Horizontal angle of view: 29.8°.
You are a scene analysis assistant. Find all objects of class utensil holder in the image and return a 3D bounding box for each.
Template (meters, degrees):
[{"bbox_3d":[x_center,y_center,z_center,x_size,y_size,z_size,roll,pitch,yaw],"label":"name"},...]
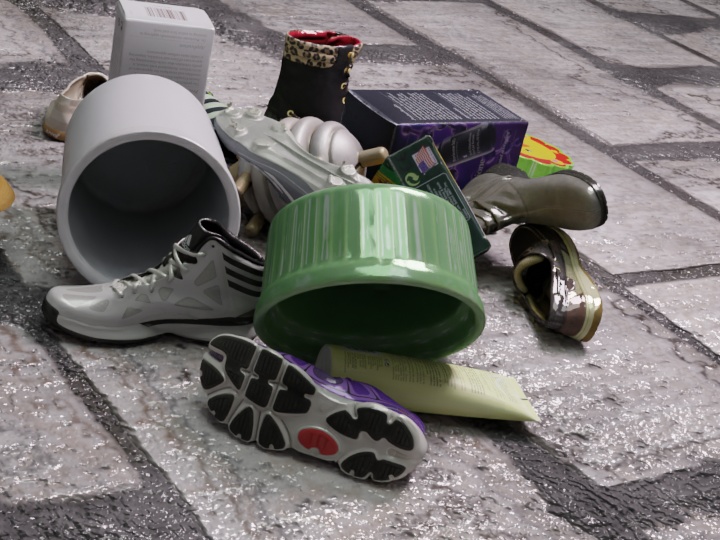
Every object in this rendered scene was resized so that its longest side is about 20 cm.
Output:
[{"bbox_3d":[-0.213,-0.089,1.326,0.169,0.170,0.200,6,23,-15],"label":"utensil holder"}]

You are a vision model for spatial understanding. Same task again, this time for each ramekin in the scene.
[{"bbox_3d":[0.008,0.006,1.174,0.199,0.200,0.098,6,64,-15],"label":"ramekin"}]

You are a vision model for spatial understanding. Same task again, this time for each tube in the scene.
[{"bbox_3d":[0.059,0.104,1.199,0.199,0.052,0.058,8,65,-18],"label":"tube"}]

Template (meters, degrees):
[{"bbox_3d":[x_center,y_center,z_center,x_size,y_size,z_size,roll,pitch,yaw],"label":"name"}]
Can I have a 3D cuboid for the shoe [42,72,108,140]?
[{"bbox_3d":[-0.321,-0.211,1.658,0.070,0.054,0.200,18,25,10],"label":"shoe"}]

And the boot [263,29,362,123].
[{"bbox_3d":[-0.023,-0.219,1.708,0.199,0.151,0.073,5,26,-16],"label":"boot"}]

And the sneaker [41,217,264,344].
[{"bbox_3d":[-0.180,0.001,1.209,0.200,0.116,0.076,3,27,-21],"label":"sneaker"}]

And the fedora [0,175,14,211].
[{"bbox_3d":[-0.427,-0.061,1.259,0.200,0.082,0.201,15,21,-6],"label":"fedora"}]

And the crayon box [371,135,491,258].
[{"bbox_3d":[0.064,-0.053,1.374,0.051,0.127,0.200,-29,-3,-8],"label":"crayon box"}]

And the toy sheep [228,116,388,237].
[{"bbox_3d":[-0.062,-0.104,1.467,0.199,0.138,0.138,-5,18,22],"label":"toy sheep"}]

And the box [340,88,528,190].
[{"bbox_3d":[0.074,-0.124,1.563,0.200,0.148,0.104,-7,32,-34],"label":"box"}]

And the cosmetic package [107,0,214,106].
[{"bbox_3d":[-0.226,-0.186,1.479,0.101,0.200,0.074,4,26,-20],"label":"cosmetic package"}]

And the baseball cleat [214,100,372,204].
[{"bbox_3d":[-0.073,-0.085,1.353,0.200,0.107,0.070,34,42,24],"label":"baseball cleat"}]

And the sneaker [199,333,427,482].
[{"bbox_3d":[-0.039,0.113,1.118,0.200,0.081,0.083,25,13,5],"label":"sneaker"}]

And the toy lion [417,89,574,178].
[{"bbox_3d":[0.184,-0.172,1.829,0.191,0.069,0.200,5,25,-33],"label":"toy lion"}]

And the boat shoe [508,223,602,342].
[{"bbox_3d":[0.195,0.002,1.440,0.065,0.073,0.200,14,23,-23],"label":"boat shoe"}]

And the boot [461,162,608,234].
[{"bbox_3d":[0.159,-0.059,1.457,0.130,0.068,0.200,-28,25,-30],"label":"boot"}]

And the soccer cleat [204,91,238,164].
[{"bbox_3d":[-0.197,-0.178,1.645,0.200,0.068,0.081,24,40,22],"label":"soccer cleat"}]
